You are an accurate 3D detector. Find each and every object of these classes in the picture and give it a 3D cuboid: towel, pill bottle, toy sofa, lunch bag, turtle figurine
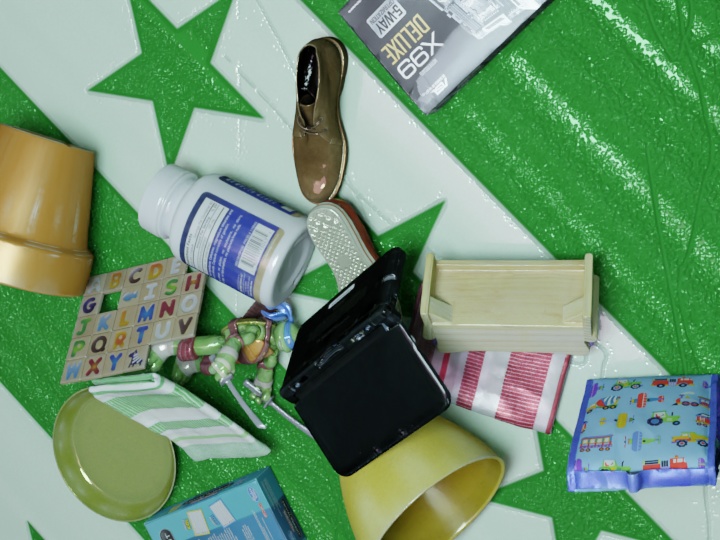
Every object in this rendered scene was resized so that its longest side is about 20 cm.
[{"bbox_3d":[-0.233,0.191,1.395,0.152,0.024,0.200,-11,138,41],"label":"towel"},{"bbox_3d":[-0.165,-0.049,1.339,0.199,0.120,0.120,27,111,13],"label":"pill bottle"},{"bbox_3d":[0.171,0.038,1.245,0.198,0.098,0.083,0,60,15],"label":"toy sofa"},{"bbox_3d":[0.149,0.105,1.311,0.199,0.023,0.145,17,109,16],"label":"towel"},{"bbox_3d":[0.308,0.186,1.172,0.149,0.200,0.095,-5,101,22],"label":"lunch bag"},{"bbox_3d":[-0.167,0.137,1.374,0.193,0.144,0.202,-3,98,25],"label":"turtle figurine"}]

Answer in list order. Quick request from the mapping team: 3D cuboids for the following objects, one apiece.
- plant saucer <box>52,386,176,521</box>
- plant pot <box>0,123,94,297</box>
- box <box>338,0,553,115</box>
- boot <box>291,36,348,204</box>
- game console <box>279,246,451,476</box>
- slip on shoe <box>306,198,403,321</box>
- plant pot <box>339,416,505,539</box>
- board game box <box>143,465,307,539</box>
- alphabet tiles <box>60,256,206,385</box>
[{"bbox_3d":[-0.340,0.253,1.528,0.198,0.031,0.202,5,105,19],"label":"plant saucer"},{"bbox_3d":[-0.429,-0.084,1.403,0.199,0.200,0.185,18,94,16],"label":"plant pot"},{"bbox_3d":[0.098,-0.299,1.216,0.200,0.050,0.158,-41,87,24],"label":"box"},{"bbox_3d":[-0.057,-0.173,1.293,0.073,0.075,0.202,7,106,17],"label":"boot"},{"bbox_3d":[0.011,0.104,1.249,0.116,0.177,0.200,36,128,-18],"label":"game console"},{"bbox_3d":[0.000,0.000,1.323,0.074,0.061,0.201,-19,109,26],"label":"slip on shoe"},{"bbox_3d":[0.053,0.243,1.307,0.142,0.199,0.201,48,117,31],"label":"plant pot"},{"bbox_3d":[-0.177,0.372,1.486,0.199,0.047,0.152,-25,93,24],"label":"board game box"},{"bbox_3d":[-0.290,0.059,1.408,0.199,0.168,0.008,-12,141,23],"label":"alphabet tiles"}]
